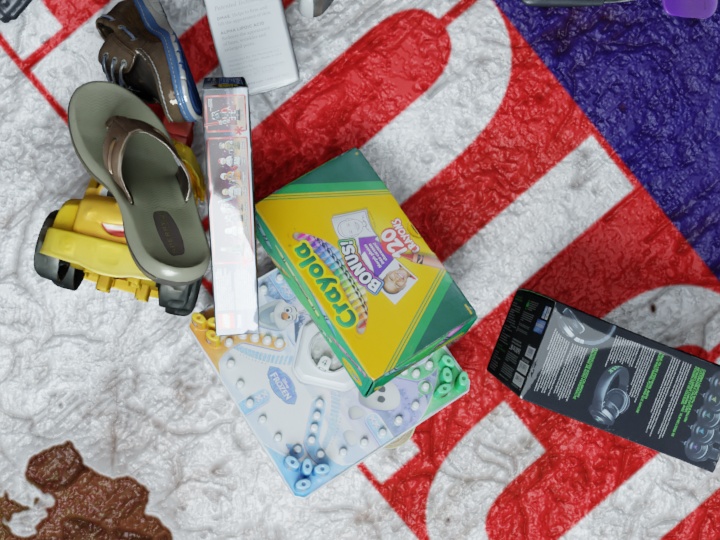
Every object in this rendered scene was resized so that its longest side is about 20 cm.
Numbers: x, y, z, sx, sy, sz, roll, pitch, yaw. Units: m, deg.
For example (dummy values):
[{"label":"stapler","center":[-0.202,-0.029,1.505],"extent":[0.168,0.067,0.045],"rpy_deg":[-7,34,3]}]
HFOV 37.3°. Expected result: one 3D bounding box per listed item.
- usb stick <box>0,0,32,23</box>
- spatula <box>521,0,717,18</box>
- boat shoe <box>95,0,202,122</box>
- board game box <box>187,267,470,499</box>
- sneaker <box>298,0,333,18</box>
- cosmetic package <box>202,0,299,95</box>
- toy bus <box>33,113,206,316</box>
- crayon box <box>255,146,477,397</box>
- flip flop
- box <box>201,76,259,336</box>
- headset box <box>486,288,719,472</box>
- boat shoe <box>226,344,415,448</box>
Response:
[{"label":"usb stick","center":[-0.287,-0.322,1.013],"extent":[0.055,0.033,0.200],"rpy_deg":[41,90,18]},{"label":"spatula","center":[0.256,-0.272,1.051],"extent":[0.199,0.021,0.057],"rpy_deg":[-3,80,0]},{"label":"boat shoe","center":[-0.194,-0.183,0.959],"extent":[0.072,0.200,0.072],"rpy_deg":[-21,129,-8]},{"label":"board game box","center":[-0.028,0.076,0.997],"extent":[0.199,0.026,0.200],"rpy_deg":[-30,75,-17]},{"label":"sneaker","center":[0.013,-0.319,1.010],"extent":[0.082,0.077,0.201],"rpy_deg":[31,91,-5]},{"label":"cosmetic package","center":[-0.112,-0.263,0.982],"extent":[0.074,0.102,0.201],"rpy_deg":[-15,100,-1]},{"label":"toy bus","center":[-0.195,-0.066,0.956],"extent":[0.135,0.200,0.193],"rpy_deg":[15,84,-5]},{"label":"crayon box","center":[0.000,0.000,0.985],"extent":[0.118,0.058,0.200],"rpy_deg":[-31,76,-18]},{"label":"flip flop","center":[-0.172,-0.079,0.850],"extent":[0.081,0.058,0.201],"rpy_deg":[-12,60,-28]},{"label":"box","center":[-0.110,-0.060,0.905],"extent":[0.040,0.137,0.201],"rpy_deg":[-3,104,-7]},{"label":"headset box","center":[0.237,0.099,0.991],"extent":[0.199,0.174,0.093],"rpy_deg":[21,92,-3]},{"label":"boat shoe","center":[-0.038,0.122,1.032],"extent":[0.199,0.065,0.072],"rpy_deg":[26,91,-4]}]
